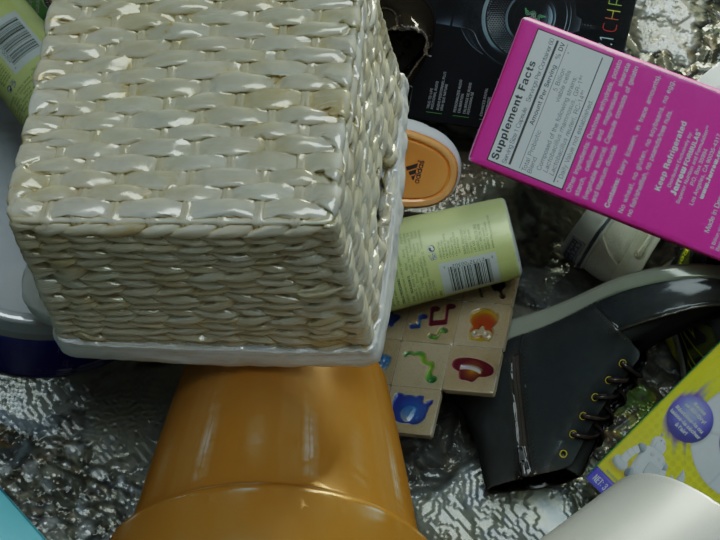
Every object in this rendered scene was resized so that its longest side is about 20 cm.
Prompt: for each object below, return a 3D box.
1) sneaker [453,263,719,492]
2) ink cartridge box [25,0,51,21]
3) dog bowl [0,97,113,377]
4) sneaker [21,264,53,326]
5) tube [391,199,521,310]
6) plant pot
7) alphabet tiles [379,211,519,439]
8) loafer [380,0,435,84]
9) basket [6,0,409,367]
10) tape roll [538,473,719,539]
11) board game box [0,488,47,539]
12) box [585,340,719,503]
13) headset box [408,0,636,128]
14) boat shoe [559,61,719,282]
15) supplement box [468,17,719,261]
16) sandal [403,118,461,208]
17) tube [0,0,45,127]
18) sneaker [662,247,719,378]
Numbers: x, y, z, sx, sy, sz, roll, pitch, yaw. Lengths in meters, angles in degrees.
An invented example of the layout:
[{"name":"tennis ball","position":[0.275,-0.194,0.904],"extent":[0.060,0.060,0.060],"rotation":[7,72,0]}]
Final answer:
[{"name":"sneaker","position":[0.160,0.071,1.486],"extent":[0.199,0.075,0.107],"rotation":[-21,69,16]},{"name":"ink cartridge box","position":[-0.131,-0.182,1.559],"extent":[0.199,0.146,0.084],"rotation":[6,59,-6]},{"name":"dog bowl","position":[-0.205,-0.035,1.500],"extent":[0.199,0.079,0.201],"rotation":[4,60,-7]},{"name":"sneaker","position":[-0.105,0.025,1.416],"extent":[0.199,0.089,0.076],"rotation":[2,62,-3]},{"name":"tube","position":[0.000,0.000,1.473],"extent":[0.199,0.052,0.058],"rotation":[-14,65,1]},{"name":"plant pot","position":[-0.050,0.140,1.361],"extent":[0.199,0.200,0.184],"rotation":[6,55,-7]},{"name":"alphabet tiles","position":[-0.001,0.030,1.503],"extent":[0.199,0.008,0.168],"rotation":[5,57,15]},{"name":"loafer","position":[-0.027,-0.104,1.511],"extent":[0.073,0.071,0.200],"rotation":[37,99,-19]},{"name":"basket","position":[-0.084,-0.066,1.318],"extent":[0.199,0.161,0.199],"rotation":[1,61,11]},{"name":"tape roll","position":[0.161,0.236,1.338],"extent":[0.139,0.203,0.203],"rotation":[-34,71,-25]},{"name":"board game box","position":[-0.289,0.164,1.388],"extent":[0.151,0.047,0.200],"rotation":[-36,72,-26]},{"name":"box","position":[0.252,0.101,1.463],"extent":[0.117,0.048,0.200],"rotation":[45,91,8]},{"name":"headset box","position":[0.081,-0.193,1.577],"extent":[0.199,0.175,0.093],"rotation":[8,30,-6]},{"name":"boat shoe","position":[0.221,-0.063,1.600],"extent":[0.070,0.071,0.200],"rotation":[38,63,9]},{"name":"supplement box","position":[0.183,-0.077,1.479],"extent":[0.199,0.101,0.104],"rotation":[24,94,14]},{"name":"sandal","position":[-0.035,-0.073,1.453],"extent":[0.206,0.079,0.059],"rotation":[8,24,-7]},{"name":"tube","position":[-0.175,-0.086,1.459],"extent":[0.052,0.058,0.200],"rotation":[-29,68,-29]},{"name":"sneaker","position":[0.245,0.064,1.521],"extent":[0.074,0.085,0.201],"rotation":[-14,63,-16]}]
